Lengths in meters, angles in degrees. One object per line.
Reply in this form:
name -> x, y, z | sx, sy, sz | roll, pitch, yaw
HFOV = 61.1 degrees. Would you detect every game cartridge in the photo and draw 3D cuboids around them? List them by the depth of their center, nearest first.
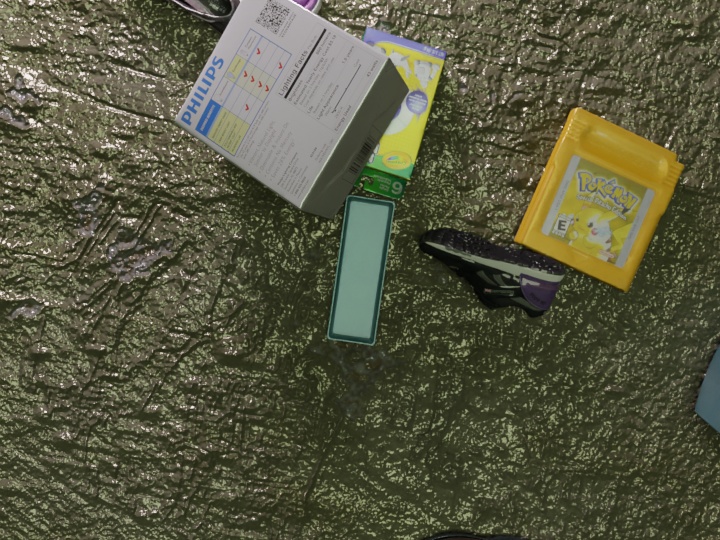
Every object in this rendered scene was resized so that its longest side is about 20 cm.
game cartridge -> 0.332, -0.096, 0.847 | 0.174, 0.032, 0.202 | 23, 95, -3

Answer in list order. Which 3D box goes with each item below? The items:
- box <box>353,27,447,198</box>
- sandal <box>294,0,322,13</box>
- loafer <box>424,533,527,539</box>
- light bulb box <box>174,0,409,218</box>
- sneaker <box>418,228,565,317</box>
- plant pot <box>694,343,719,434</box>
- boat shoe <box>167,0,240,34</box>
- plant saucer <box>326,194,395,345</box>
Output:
box -> 0.032, -0.207, 0.823 | 0.116, 0.048, 0.203 | 15, 96, -2
sandal -> -0.130, -0.415, 0.799 | 0.202, 0.050, 0.083 | 38, 93, -4
loafer -> 0.160, 0.419, 0.868 | 0.197, 0.063, 0.073 | -5, 95, -1
light bulb box -> -0.080, -0.203, 0.751 | 0.199, 0.125, 0.200 | 34, 97, 14
sneaker -> 0.168, 0.010, 0.832 | 0.197, 0.076, 0.089 | 18, 114, 7
plant pot -> 0.566, 0.153, 0.823 | 0.140, 0.141, 0.201 | 33, 101, -4
boat shoe -> -0.237, -0.381, 0.795 | 0.199, 0.057, 0.067 | 33, 93, -4
plant saucer -> 0.000, 0.000, 0.853 | 0.069, 0.019, 0.203 | 8, 95, -2
